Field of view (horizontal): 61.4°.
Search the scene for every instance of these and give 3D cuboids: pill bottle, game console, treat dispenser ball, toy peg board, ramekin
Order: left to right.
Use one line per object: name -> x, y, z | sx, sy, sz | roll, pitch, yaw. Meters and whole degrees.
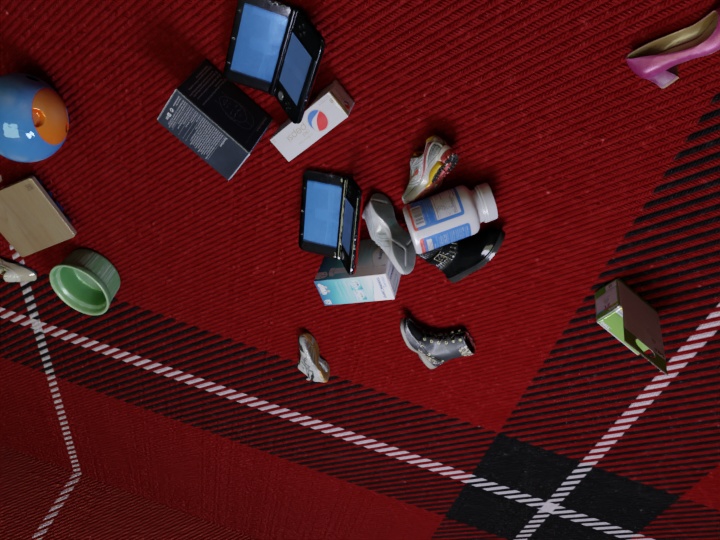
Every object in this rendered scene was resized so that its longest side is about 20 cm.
treat dispenser ball -> -0.806, -0.364, 1.450 | 0.195, 0.203, 0.205 | 9, 133, 10
toy peg board -> -0.949, -0.174, 1.757 | 0.194, 0.099, 0.203 | -18, 124, 12
ramekin -> -0.846, 0.032, 1.878 | 0.194, 0.099, 0.204 | 10, 132, 11
game console -> -0.179, -0.425, 1.231 | 0.174, 0.117, 0.202 | 56, 140, 25
game console -> -0.073, -0.114, 1.427 | 0.115, 0.173, 0.206 | 0, 113, -14
pill bottle -> 0.200, -0.121, 1.349 | 0.195, 0.113, 0.114 | -19, 126, 5

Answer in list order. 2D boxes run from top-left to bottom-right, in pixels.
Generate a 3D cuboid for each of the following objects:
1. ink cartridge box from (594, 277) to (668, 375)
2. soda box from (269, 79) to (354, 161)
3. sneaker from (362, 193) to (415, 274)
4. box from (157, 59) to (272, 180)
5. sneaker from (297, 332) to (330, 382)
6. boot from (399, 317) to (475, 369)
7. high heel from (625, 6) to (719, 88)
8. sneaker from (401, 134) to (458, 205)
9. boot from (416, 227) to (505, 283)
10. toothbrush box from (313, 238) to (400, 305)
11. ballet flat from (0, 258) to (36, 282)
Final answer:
ink cartridge box -> 0.620, 0.141, 1.397 | 0.146, 0.202, 0.076 | 35, 132, -14
soda box -> -0.107, -0.328, 1.336 | 0.198, 0.064, 0.068 | -29, 117, 35
sneaker -> 0.068, -0.080, 1.453 | 0.080, 0.069, 0.204 | -39, 74, 56
box -> -0.318, -0.334, 1.345 | 0.199, 0.150, 0.107 | 39, 131, -16
sneaker -> -0.166, 0.276, 1.872 | 0.085, 0.077, 0.203 | -5, 128, 22
boot -> 0.212, 0.184, 1.665 | 0.151, 0.075, 0.204 | -20, 127, 29
high heel -> 0.558, -0.406, 1.037 | 0.094, 0.069, 0.200 | 24, 147, -17
sneaker -> 0.144, -0.220, 1.347 | 0.083, 0.077, 0.201 | 56, 143, 15
boot -> 0.224, -0.067, 1.437 | 0.157, 0.080, 0.210 | 37, 132, -15
toothbrush box -> 0.000, 0.000, 1.527 | 0.195, 0.148, 0.087 | -8, 129, 23
ballet flat -> -1.167, 0.002, 1.986 | 0.195, 0.070, 0.070 | 23, 134, -2
